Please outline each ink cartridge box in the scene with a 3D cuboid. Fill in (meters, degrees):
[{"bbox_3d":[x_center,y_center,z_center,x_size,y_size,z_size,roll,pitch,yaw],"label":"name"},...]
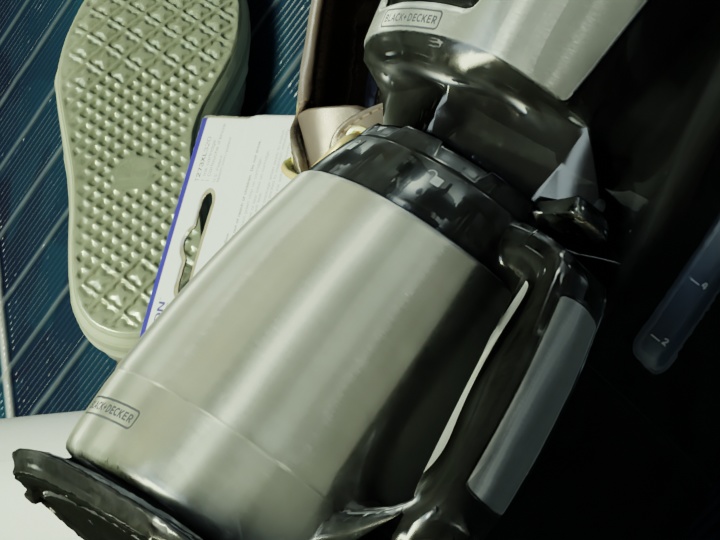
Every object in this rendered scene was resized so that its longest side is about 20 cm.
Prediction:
[{"bbox_3d":[0.000,0.000,0.781,0.199,0.037,0.095,7,79,52],"label":"ink cartridge box"}]

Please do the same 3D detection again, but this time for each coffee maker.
[{"bbox_3d":[0.041,0.024,0.607,0.134,0.192,0.201,26,73,39],"label":"coffee maker"}]

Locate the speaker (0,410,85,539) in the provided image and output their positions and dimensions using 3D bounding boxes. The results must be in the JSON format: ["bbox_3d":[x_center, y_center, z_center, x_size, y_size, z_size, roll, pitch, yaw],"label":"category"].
[{"bbox_3d":[-0.097,0.087,0.839,0.199,0.081,0.082,-9,65,49],"label":"speaker"}]

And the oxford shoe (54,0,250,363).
[{"bbox_3d":[-0.077,-0.043,0.929,0.058,0.075,0.201,73,-166,-55],"label":"oxford shoe"}]

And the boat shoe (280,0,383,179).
[{"bbox_3d":[0.007,-0.039,0.711,0.072,0.059,0.202,-7,67,51],"label":"boat shoe"}]
